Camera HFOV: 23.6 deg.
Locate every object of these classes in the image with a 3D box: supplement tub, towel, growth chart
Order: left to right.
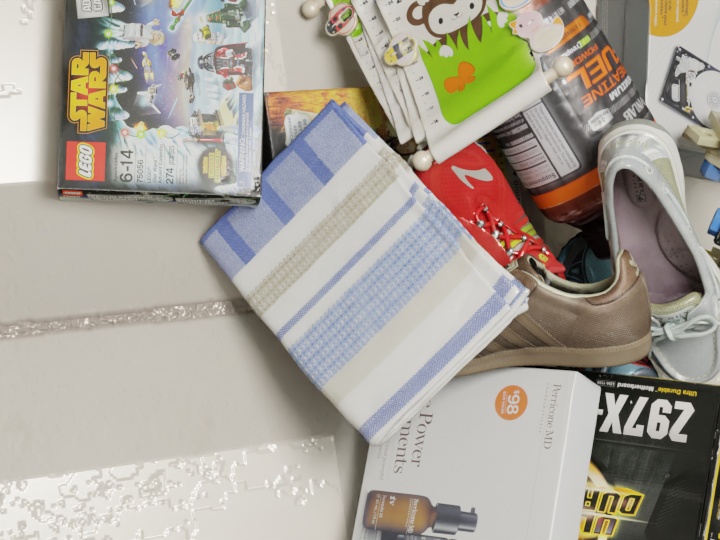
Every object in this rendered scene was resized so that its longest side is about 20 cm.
[{"bbox_3d":[0.000,0.000,1.146,0.147,0.024,0.200,-45,69,8],"label":"towel"},{"bbox_3d":[0.053,-0.164,1.178,0.018,0.144,0.201,33,21,-52],"label":"growth chart"},{"bbox_3d":[0.149,-0.109,1.231,0.107,0.107,0.201,-37,100,-25],"label":"supplement tub"}]

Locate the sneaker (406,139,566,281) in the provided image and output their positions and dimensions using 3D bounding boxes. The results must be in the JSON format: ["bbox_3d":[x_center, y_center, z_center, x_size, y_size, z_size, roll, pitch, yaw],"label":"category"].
[{"bbox_3d":[0.104,-0.016,1.202,0.077,0.085,0.200,-44,121,-13],"label":"sneaker"}]

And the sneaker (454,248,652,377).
[{"bbox_3d":[0.095,0.025,1.157,0.198,0.070,0.076,-4,104,8],"label":"sneaker"}]

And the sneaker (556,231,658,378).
[{"bbox_3d":[0.190,0.066,1.265,0.079,0.095,0.202,3,81,-25],"label":"sneaker"}]

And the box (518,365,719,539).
[{"bbox_3d":[0.155,0.151,1.182,0.049,0.198,0.161,31,69,-55],"label":"box"}]

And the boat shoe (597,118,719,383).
[{"bbox_3d":[0.204,-0.002,1.173,0.065,0.074,0.203,-64,142,-55],"label":"boat shoe"}]

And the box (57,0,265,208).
[{"bbox_3d":[-0.132,-0.146,1.157,0.135,0.040,0.202,1,81,-7],"label":"box"}]

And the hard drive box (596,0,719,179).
[{"bbox_3d":[0.288,-0.154,1.357,0.198,0.077,0.158,7,80,-24],"label":"hard drive box"}]

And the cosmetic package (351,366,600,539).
[{"bbox_3d":[0.073,0.165,1.164,0.052,0.150,0.202,33,64,-57],"label":"cosmetic package"}]

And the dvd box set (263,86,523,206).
[{"bbox_3d":[0.024,-0.060,1.242,0.198,0.029,0.148,-5,86,-26],"label":"dvd box set"}]

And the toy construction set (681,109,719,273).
[{"bbox_3d":[0.269,-0.013,1.264,0.091,0.131,0.202,10,113,14],"label":"toy construction set"}]
